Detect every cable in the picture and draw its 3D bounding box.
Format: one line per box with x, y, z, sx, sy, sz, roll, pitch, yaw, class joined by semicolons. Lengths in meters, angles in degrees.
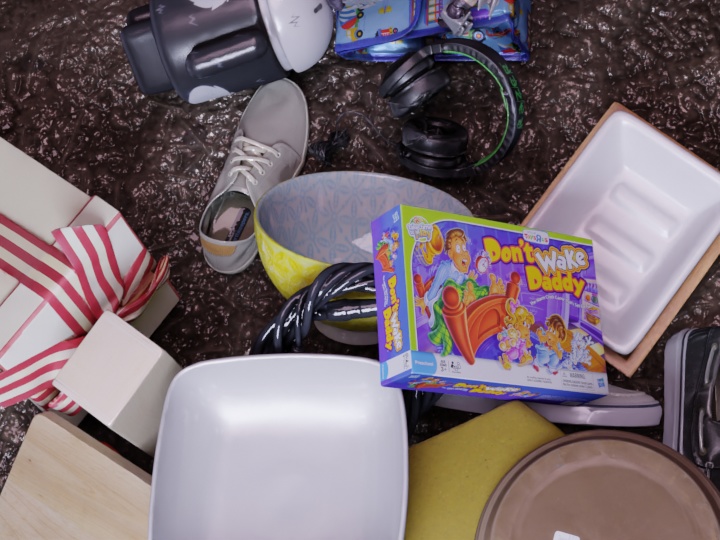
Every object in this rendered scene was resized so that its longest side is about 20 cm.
-0.012;0.084;1.170;0.200;0.163;0.051;-44;29;21;cable

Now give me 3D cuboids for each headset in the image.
0.051;-0.138;1.302;0.198;0.094;0.125;-9;105;33;headset

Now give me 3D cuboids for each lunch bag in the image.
0.061;-0.281;1.372;0.197;0.094;0.153;-3;74;19;lunch bag

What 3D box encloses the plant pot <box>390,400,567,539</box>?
0.121;0.226;1.153;0.193;0.195;0.202;-23;67;-1;plant pot

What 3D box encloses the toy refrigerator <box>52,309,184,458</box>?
-0.191;0.103;1.215;0.070;0.200;0.076;34;80;15;toy refrigerator

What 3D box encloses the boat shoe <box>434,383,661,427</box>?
0.165;0.088;1.243;0.199;0.075;0.087;6;88;16;boat shoe

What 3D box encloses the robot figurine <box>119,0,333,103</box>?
-0.124;-0.233;1.342;0.197;0.125;0.152;-14;69;10;robot figurine

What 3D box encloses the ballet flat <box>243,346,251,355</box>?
-0.103;0.146;1.263;0.075;0.064;0.202;15;75;13;ballet flat

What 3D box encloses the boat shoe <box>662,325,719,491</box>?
0.300;0.141;1.202;0.071;0.071;0.203;10;68;-36;boat shoe

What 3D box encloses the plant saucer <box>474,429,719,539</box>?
0.178;0.209;1.033;0.197;0.030;0.203;-5;64;9;plant saucer

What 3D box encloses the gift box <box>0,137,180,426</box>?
-0.286;0.017;1.237;0.186;0.200;0.185;31;79;25;gift box

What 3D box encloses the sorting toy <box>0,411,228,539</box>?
-0.217;0.249;1.210;0.199;0.069;0.201;30;105;14;sorting toy

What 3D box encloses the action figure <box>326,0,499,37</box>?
0.067;-0.279;1.288;0.198;0.069;0.132;1;67;26;action figure

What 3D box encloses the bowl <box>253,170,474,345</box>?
0.000;0.000;1.260;0.197;0.201;0.109;11;118;10;bowl

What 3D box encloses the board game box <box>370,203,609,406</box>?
0.105;0.031;1.138;0.198;0.045;0.136;8;68;-32;board game box

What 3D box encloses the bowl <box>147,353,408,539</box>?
-0.058;0.170;1.104;0.197;0.075;0.202;-2;61;8;bowl

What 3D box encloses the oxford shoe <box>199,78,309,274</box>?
-0.099;-0.095;1.339;0.074;0.058;0.202;16;73;15;oxford shoe

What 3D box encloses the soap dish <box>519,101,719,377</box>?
0.232;-0.026;1.266;0.157;0.081;0.201;36;80;15;soap dish
